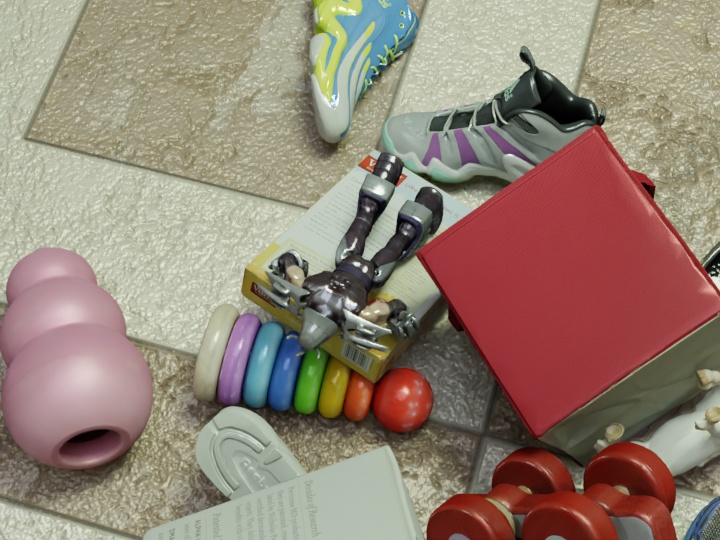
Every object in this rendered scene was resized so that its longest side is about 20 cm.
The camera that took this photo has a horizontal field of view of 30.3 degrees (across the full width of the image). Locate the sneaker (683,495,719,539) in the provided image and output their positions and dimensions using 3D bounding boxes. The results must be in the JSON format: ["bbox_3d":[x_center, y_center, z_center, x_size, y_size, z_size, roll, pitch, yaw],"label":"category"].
[{"bbox_3d":[0.279,0.267,1.020,0.075,0.079,0.201,11,66,7],"label":"sneaker"}]

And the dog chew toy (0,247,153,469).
[{"bbox_3d":[-0.249,0.065,1.120,0.124,0.125,0.201,-19,58,-6],"label":"dog chew toy"}]

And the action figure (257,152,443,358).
[{"bbox_3d":[0.000,0.000,1.072,0.130,0.069,0.200,31,54,4],"label":"action figure"}]

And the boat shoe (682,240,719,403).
[{"bbox_3d":[0.303,0.028,1.142,0.072,0.061,0.201,33,70,16],"label":"boat shoe"}]

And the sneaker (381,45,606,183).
[{"bbox_3d":[0.121,-0.143,1.181,0.199,0.140,0.078,10,48,4],"label":"sneaker"}]

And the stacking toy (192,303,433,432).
[{"bbox_3d":[-0.037,0.094,1.124,0.199,0.085,0.086,16,66,2],"label":"stacking toy"}]

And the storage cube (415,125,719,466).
[{"bbox_3d":[0.181,0.029,1.061,0.200,0.171,0.180,-36,65,9],"label":"storage cube"}]

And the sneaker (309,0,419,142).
[{"bbox_3d":[0.005,-0.213,1.261,0.104,0.076,0.201,-2,64,1],"label":"sneaker"}]

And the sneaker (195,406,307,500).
[{"bbox_3d":[-0.055,0.195,1.074,0.076,0.081,0.201,-32,87,1],"label":"sneaker"}]

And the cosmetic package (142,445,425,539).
[{"bbox_3d":[-0.036,0.260,0.946,0.199,0.165,0.165,-19,24,0],"label":"cosmetic package"}]

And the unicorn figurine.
[{"bbox_3d":[0.271,0.138,1.067,0.199,0.137,0.074,-17,60,14],"label":"unicorn figurine"}]

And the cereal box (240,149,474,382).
[{"bbox_3d":[0.013,-0.010,1.152,0.144,0.040,0.200,33,50,16],"label":"cereal box"}]

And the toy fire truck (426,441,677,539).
[{"bbox_3d":[0.147,0.222,0.950,0.112,0.199,0.169,-25,101,-48],"label":"toy fire truck"}]
